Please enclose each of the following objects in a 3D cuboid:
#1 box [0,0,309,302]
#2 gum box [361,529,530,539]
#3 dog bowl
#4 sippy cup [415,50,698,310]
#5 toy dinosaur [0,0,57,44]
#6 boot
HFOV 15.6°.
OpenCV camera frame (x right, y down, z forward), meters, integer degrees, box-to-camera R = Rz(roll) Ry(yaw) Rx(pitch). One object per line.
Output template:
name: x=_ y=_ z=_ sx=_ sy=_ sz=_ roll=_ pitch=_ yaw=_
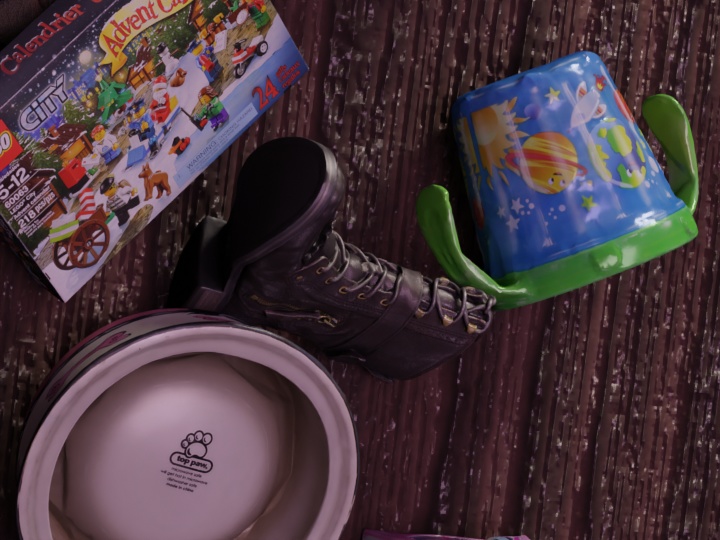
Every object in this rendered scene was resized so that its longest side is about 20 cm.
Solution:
box: x=-0.133 y=-0.097 z=1.462 sx=0.200 sy=0.038 sz=0.137 roll=-45 pitch=138 yaw=-13
gum box: x=0.050 y=0.255 z=1.601 sx=0.113 sy=0.066 sz=0.200 roll=10 pitch=89 yaw=-26
dog bowl: x=-0.105 y=0.110 z=1.484 sx=0.200 sy=0.074 sz=0.200 roll=-8 pitch=113 yaw=-19
sippy cup: x=0.119 y=-0.059 z=1.586 sx=0.131 sy=0.139 sz=0.178 roll=69 pitch=22 yaw=-3
toy dinosaur: x=-0.160 y=-0.179 z=1.458 sx=0.102 sy=0.077 sz=0.200 roll=38 pitch=74 yaw=-17
boot: x=0.000 y=0.000 z=1.501 sx=0.174 sy=0.200 sz=0.069 roll=17 pitch=62 yaw=-21
